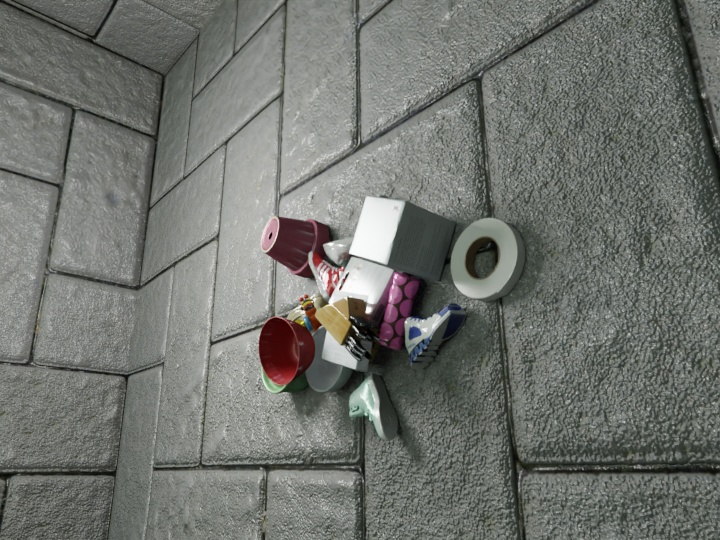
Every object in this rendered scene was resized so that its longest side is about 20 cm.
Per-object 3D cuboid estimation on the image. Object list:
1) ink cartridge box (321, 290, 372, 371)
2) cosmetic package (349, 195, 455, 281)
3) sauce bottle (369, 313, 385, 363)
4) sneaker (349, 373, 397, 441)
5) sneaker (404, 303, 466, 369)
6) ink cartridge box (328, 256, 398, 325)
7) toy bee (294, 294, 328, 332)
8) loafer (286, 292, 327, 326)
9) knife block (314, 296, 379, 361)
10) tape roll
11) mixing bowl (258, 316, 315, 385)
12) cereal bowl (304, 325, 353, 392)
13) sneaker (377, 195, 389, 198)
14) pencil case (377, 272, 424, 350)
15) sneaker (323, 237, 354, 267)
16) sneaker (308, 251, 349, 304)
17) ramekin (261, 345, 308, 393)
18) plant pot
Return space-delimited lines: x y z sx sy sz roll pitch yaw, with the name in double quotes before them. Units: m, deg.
"ink cartridge box" -0.029 0.166 1.569 0.162 0.057 0.202 6 80 51
"cosmetic package" 0.112 -0.085 1.491 0.166 0.199 0.169 18 90 51
"sauce bottle" 0.042 0.170 1.594 0.066 0.066 0.202 33 98 50
"sneaker" 0.029 0.394 1.527 0.118 0.073 0.201 -44 37 23
"sneaker" 0.168 0.145 1.440 0.200 0.080 0.116 -55 45 25
"ink cartridge box" 0.011 0.056 1.619 0.199 0.047 0.161 18 79 51
"toy bee" -0.147 0.128 1.765 0.109 0.130 0.202 -126 33 -44
"loafer" -0.178 0.151 1.862 0.200 0.075 0.069 -45 41 31
"knife block" -0.036 0.167 1.490 0.199 0.064 0.178 -25 60 44
"tape roll" 0.305 -0.026 1.366 0.202 0.037 0.205 -22 61 45
"mixing bowl" -0.206 0.236 1.695 0.199 0.108 0.203 2 93 45
"cereal bowl" -0.081 0.268 1.698 0.199 0.083 0.203 -21 62 46
"sneaker" 0.066 -0.132 1.663 0.082 0.074 0.202 -39 46 45
"pencil case" 0.104 0.109 1.526 0.094 0.090 0.202 -143 69 -83
"sneaker" -0.053 -0.053 1.777 0.200 0.075 0.090 0 107 68
"sneaker" -0.091 0.000 1.783 0.112 0.071 0.201 -33 58 12
"ramekin" -0.236 0.308 1.862 0.199 0.097 0.202 -20 63 46
"plant pot" -0.231 -0.094 1.911 0.199 0.178 0.202 -31 49 44
